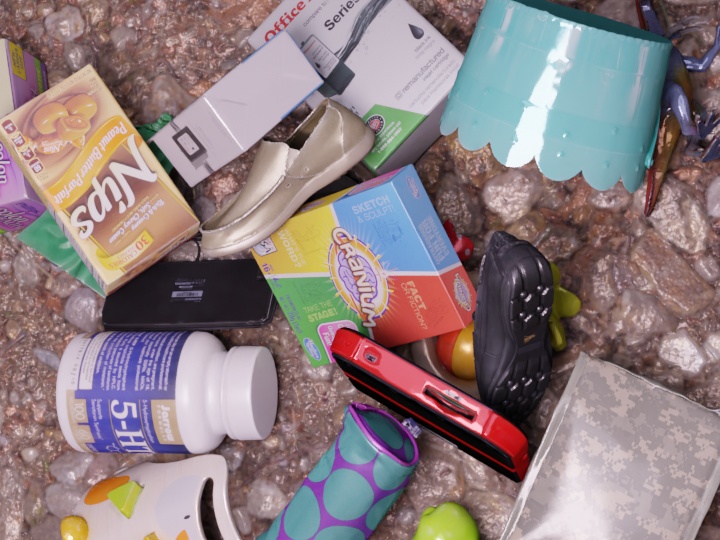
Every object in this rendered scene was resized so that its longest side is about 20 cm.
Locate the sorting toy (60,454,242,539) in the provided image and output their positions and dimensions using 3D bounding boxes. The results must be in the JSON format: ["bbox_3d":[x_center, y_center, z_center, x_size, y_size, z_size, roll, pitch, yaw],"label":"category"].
[{"bbox_3d":[-0.180,0.267,1.342,0.179,0.107,0.202,-28,75,22],"label":"sorting toy"}]

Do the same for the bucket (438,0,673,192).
[{"bbox_3d":[0.183,-0.168,1.276,0.205,0.207,0.137,21,107,16],"label":"bucket"}]

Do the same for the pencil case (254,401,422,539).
[{"bbox_3d":[-0.025,0.217,1.309,0.201,0.084,0.093,-56,44,22],"label":"pencil case"}]

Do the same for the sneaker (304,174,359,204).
[{"bbox_3d":[-0.028,-0.073,1.396,0.197,0.076,0.092,7,79,14],"label":"sneaker"}]

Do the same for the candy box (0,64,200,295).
[{"bbox_3d":[-0.264,-0.092,1.403,0.115,0.055,0.201,-34,85,-15],"label":"candy box"}]

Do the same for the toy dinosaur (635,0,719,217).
[{"bbox_3d":[0.285,-0.191,1.332,0.200,0.105,0.182,-43,55,15],"label":"toy dinosaur"}]

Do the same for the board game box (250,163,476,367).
[{"bbox_3d":[0.000,0.000,1.313,0.198,0.040,0.154,-18,106,41],"label":"board game box"}]

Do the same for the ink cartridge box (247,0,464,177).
[{"bbox_3d":[0.005,-0.209,1.403,0.147,0.083,0.200,-46,73,3],"label":"ink cartridge box"}]

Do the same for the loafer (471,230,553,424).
[{"bbox_3d":[0.133,0.055,1.241,0.067,0.203,0.071,-15,40,-19],"label":"loafer"}]

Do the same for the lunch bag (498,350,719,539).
[{"bbox_3d":[0.236,0.191,1.261,0.162,0.117,0.202,25,92,14],"label":"lunch bag"}]

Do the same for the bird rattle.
[{"bbox_3d":[0.102,0.048,1.332,0.198,0.112,0.165,17,101,19],"label":"bird rattle"}]

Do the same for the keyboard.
[{"bbox_3d":[-0.168,0.006,1.419,0.197,0.021,0.129,-1,60,22],"label":"keyboard"}]

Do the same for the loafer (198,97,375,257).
[{"bbox_3d":[-0.079,-0.090,1.313,0.199,0.076,0.069,-39,110,-7],"label":"loafer"}]

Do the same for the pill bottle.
[{"bbox_3d":[-0.188,0.121,1.378,0.197,0.120,0.122,-2,80,14],"label":"pill bottle"}]

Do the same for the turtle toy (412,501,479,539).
[{"bbox_3d":[0.098,0.314,1.276,0.100,0.145,0.203,-12,76,33],"label":"turtle toy"}]

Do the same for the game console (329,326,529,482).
[{"bbox_3d":[0.067,0.125,1.285,0.198,0.177,0.031,30,80,17],"label":"game console"}]

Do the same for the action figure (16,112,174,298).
[{"bbox_3d":[-0.254,-0.082,1.458,0.117,0.055,0.201,33,80,8],"label":"action figure"}]

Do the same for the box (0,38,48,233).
[{"bbox_3d":[-0.435,-0.128,1.494,0.197,0.097,0.179,-14,78,12],"label":"box"}]

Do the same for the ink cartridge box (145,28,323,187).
[{"bbox_3d":[-0.130,-0.154,1.381,0.116,0.199,0.067,-44,100,-25],"label":"ink cartridge box"}]
